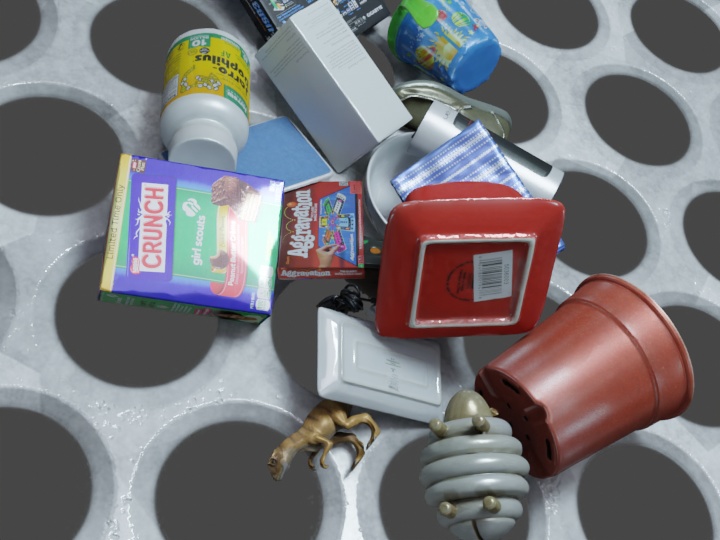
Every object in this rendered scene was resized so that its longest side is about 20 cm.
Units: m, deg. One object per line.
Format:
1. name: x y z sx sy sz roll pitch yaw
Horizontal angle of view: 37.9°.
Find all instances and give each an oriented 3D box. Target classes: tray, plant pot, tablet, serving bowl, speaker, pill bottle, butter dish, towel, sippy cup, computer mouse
1. tray: 0.031 0.112 1.224 0.199 0.022 0.108 19 61 -39
2. plant pot: 0.254 0.137 1.255 0.195 0.201 0.201 -28 71 -23
3. tablet: -0.148 -0.137 1.370 0.199 0.014 0.130 -21 56 -28
4. serving bowl: 0.093 -0.088 1.407 0.199 0.066 0.201 9 57 -14
5. speaker: 0.161 -0.142 1.375 0.199 0.081 0.081 30 53 2
6. pill bottle: -0.197 -0.205 1.333 0.112 0.113 0.201 9 48 -14
7. butter dish: 0.113 -0.032 1.204 0.198 0.201 0.148 -1 40 -7
8. towel: 0.147 -0.070 1.317 0.144 0.024 0.201 -34 86 -4
9. sippy cup: 0.129 -0.330 1.516 0.177 0.140 0.130 -16 52 -38
10. computer mouse: 0.048 0.055 1.287 0.199 0.110 0.044 6 71 -26

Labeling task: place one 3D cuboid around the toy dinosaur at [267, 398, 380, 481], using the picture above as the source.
1. toy dinosaur: -0.027 0.166 1.204 0.106 0.061 0.200 37 54 7

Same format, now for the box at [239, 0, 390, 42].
1. box: -0.078 -0.408 1.512 0.200 0.050 0.199 -40 102 -32

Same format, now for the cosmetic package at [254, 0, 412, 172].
1. cosmetic package: -0.037 -0.245 1.400 0.081 0.113 0.200 -41 99 -36

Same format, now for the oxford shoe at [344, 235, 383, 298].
1. oxford shoe: 0.000 0.000 1.313 0.199 0.085 0.073 9 37 11

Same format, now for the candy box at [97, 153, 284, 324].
1. candy box: -0.199 -0.036 1.237 0.199 0.077 0.170 8 74 -13

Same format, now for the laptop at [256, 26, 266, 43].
1. laptop: -0.129 -0.416 1.572 0.177 0.103 0.201 -34 100 -33

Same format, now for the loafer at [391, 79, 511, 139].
1. loafer: 0.126 -0.212 1.492 0.199 0.075 0.070 11 51 -13

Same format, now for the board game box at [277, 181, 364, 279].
1. board game box: -0.047 -0.054 1.301 0.102 0.020 0.201 -2 35 0

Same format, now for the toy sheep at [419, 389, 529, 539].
1. toy sheep: 0.127 0.233 1.174 0.137 0.138 0.201 5 69 -17
